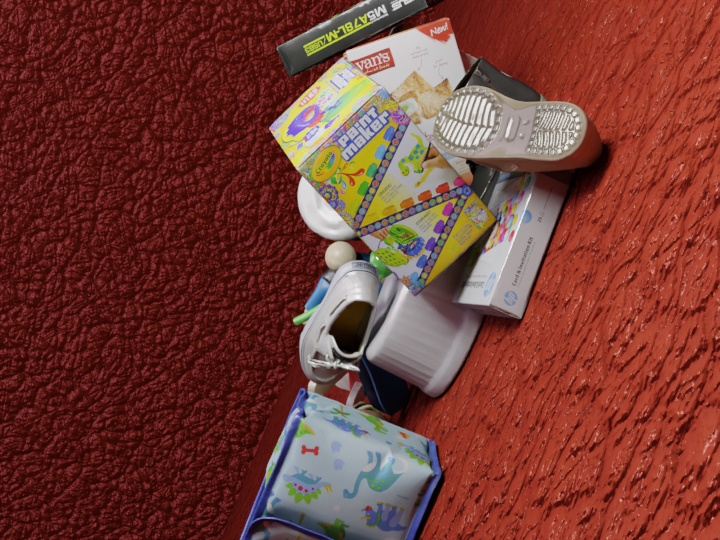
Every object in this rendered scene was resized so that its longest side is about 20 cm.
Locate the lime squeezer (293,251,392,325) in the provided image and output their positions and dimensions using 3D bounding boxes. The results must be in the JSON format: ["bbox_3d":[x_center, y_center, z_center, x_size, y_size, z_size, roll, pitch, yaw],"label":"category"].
[{"bbox_3d":[0.000,0.000,1.369,0.200,0.038,0.071,-45,42,-6],"label":"lime squeezer"}]

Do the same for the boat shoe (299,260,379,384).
[{"bbox_3d":[-0.022,0.087,1.345,0.087,0.074,0.203,-93,23,-44],"label":"boat shoe"}]

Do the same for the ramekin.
[{"bbox_3d":[0.080,0.038,1.352,0.200,0.097,0.202,-158,90,-83],"label":"ramekin"}]

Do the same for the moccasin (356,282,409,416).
[{"bbox_3d":[0.004,0.097,1.472,0.068,0.080,0.202,20,127,50],"label":"moccasin"}]

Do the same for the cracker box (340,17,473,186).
[{"bbox_3d":[0.070,-0.188,1.388,0.058,0.133,0.202,-139,30,-79],"label":"cracker box"}]

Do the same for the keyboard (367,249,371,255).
[{"bbox_3d":[0.042,-0.033,1.579,0.126,0.021,0.200,-32,-7,-21],"label":"keyboard"}]

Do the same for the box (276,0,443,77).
[{"bbox_3d":[0.005,-0.313,1.444,0.191,0.048,0.200,-22,10,15],"label":"box"}]

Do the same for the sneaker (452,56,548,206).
[{"bbox_3d":[0.136,-0.145,1.333,0.075,0.106,0.201,-29,33,62],"label":"sneaker"}]

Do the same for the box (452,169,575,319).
[{"bbox_3d":[0.163,-0.052,1.185,0.156,0.041,0.202,180,110,-81],"label":"box"}]

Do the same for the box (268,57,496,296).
[{"bbox_3d":[0.019,-0.108,1.242,0.122,0.193,0.200,-42,22,3],"label":"box"}]

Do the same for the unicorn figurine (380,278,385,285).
[{"bbox_3d":[0.067,0.034,1.519,0.200,0.074,0.138,-44,-33,-8],"label":"unicorn figurine"}]

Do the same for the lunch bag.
[{"bbox_3d":[-0.027,0.255,1.213,0.128,0.169,0.202,-82,15,-78],"label":"lunch bag"}]

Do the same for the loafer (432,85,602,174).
[{"bbox_3d":[0.149,-0.126,1.096,0.199,0.068,0.076,21,86,49],"label":"loafer"}]

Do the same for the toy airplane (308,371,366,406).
[{"bbox_3d":[-0.009,0.103,1.692,0.200,0.140,0.200,-58,-12,-3],"label":"toy airplane"}]

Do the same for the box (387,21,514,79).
[{"bbox_3d":[0.097,-0.209,1.521,0.173,0.198,0.199,-63,6,8],"label":"box"}]

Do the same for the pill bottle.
[{"bbox_3d":[0.000,-0.095,1.512,0.112,0.110,0.200,-67,-16,9],"label":"pill bottle"}]

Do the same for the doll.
[{"bbox_3d":[-0.024,0.030,1.495,0.136,0.049,0.201,-32,-26,-19],"label":"doll"}]

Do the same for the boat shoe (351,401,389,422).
[{"bbox_3d":[0.006,0.216,1.561,0.067,0.074,0.200,-58,8,-6],"label":"boat shoe"}]
